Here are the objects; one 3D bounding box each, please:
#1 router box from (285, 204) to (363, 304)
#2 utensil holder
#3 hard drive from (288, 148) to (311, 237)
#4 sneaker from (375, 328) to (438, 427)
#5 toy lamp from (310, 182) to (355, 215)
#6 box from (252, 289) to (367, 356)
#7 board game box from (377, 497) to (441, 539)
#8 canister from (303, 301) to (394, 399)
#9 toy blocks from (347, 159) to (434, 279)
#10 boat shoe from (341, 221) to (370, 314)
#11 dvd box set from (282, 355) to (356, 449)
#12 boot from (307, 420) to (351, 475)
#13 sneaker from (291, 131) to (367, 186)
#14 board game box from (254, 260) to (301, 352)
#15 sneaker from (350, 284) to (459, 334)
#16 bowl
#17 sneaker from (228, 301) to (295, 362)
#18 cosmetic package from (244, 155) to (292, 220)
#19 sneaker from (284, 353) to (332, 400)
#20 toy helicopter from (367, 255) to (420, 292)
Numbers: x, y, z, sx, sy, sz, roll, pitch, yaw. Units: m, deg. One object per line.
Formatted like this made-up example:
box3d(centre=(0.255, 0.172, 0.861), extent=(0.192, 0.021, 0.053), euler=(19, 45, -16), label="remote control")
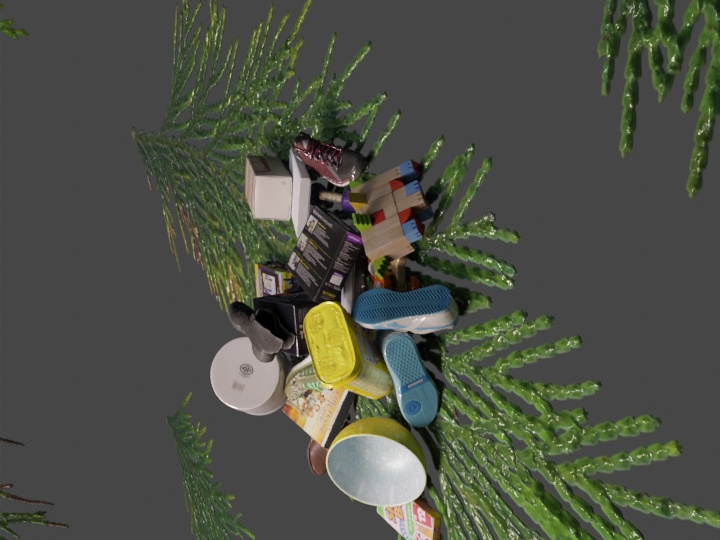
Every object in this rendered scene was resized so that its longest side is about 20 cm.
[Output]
box3d(centre=(-0.075, -0.033, 1.400), extent=(0.151, 0.051, 0.200), euler=(-63, 29, 9), label="router box")
box3d(centre=(-0.247, 0.243, 1.610), extent=(0.200, 0.167, 0.173), euler=(83, 170, -76), label="utensil holder")
box3d(centre=(-0.138, -0.177, 1.544), extent=(0.201, 0.026, 0.134), euler=(-113, 26, -60), label="hard drive")
box3d(centre=(0.087, 0.183, 1.308), extent=(0.131, 0.078, 0.203), euler=(-115, 8, -69), label="sneaker")
box3d(centre=(-0.045, -0.149, 1.444), extent=(0.199, 0.057, 0.059), euler=(15, 109, 56), label="toy lamp")
box3d(centre=(-0.105, 0.102, 1.478), extent=(0.199, 0.180, 0.106), euler=(4, 100, 56), label="box")
box3d(centre=(0.090, 0.485, 1.401), extent=(0.199, 0.030, 0.097), euler=(27, 119, 55), label="board game box")
box3d(centre=(-0.015, 0.156, 1.304), extent=(0.086, 0.200, 0.150), euler=(-26, 63, 16), label="canister")
box3d(centre=(0.065, -0.104, 1.230), extent=(0.135, 0.100, 0.202), euler=(-24, 53, 16), label="toy blocks")
box3d(centre=(0.000, 0.000, 1.396), extent=(0.070, 0.065, 0.203), euler=(111, 164, -65), label="boat shoe")
box3d(centre=(-0.096, 0.297, 1.590), extent=(0.199, 0.029, 0.148), euler=(25, 91, 53), label="dvd box set")
box3d(centre=(-0.039, 0.420, 1.559), extent=(0.199, 0.063, 0.190), euler=(26, 117, 49), label="boot")
box3d(centre=(-0.079, -0.231, 1.411), extent=(0.199, 0.115, 0.077), euler=(15, 75, 56), label="sneaker")
box3d(centre=(-0.205, 0.087, 1.749), extent=(0.165, 0.056, 0.204), euler=(17, 111, 57), label="board game box")
box3d(centre=(0.075, 0.077, 1.216), extent=(0.197, 0.081, 0.078), euler=(-3, 56, 29), label="sneaker")
box3d(centre=(0.038, 0.351, 1.354), extent=(0.108, 0.197, 0.202), euler=(-70, 1, -54), label="bowl")
box3d(centre=(-0.205, 0.107, 1.417), extent=(0.200, 0.059, 0.105), euler=(50, 137, 33), label="sneaker")
box3d(centre=(-0.218, -0.196, 1.625), extent=(0.200, 0.086, 0.105), euler=(-127, 40, -64), label="cosmetic package")
box3d(centre=(-0.097, 0.239, 1.547), extent=(0.200, 0.076, 0.089), euler=(-49, 51, 26), label="sneaker")
box3d(centre=(0.052, -0.033, 1.324), extent=(0.132, 0.078, 0.204), euler=(170, 102, -66), label="toy helicopter")
